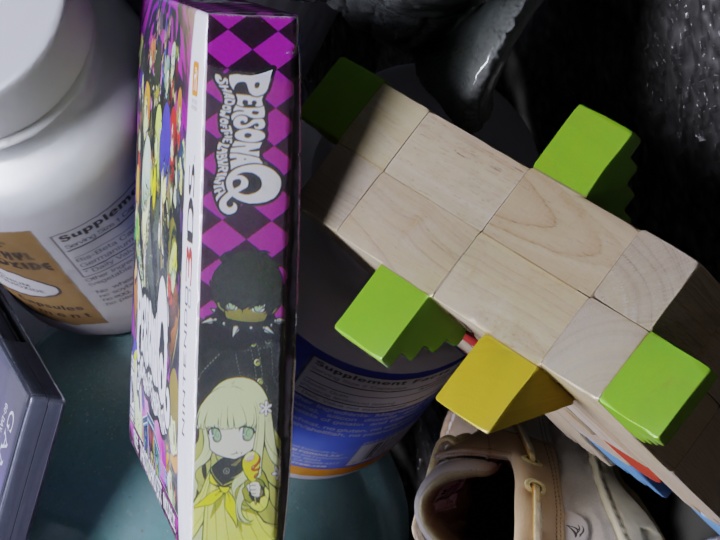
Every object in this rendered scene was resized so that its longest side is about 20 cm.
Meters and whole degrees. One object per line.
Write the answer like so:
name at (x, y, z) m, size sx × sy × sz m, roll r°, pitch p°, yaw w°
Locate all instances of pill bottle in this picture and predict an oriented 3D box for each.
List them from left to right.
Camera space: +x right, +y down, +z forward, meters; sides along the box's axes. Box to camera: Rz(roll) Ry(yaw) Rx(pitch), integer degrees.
pill bottle at (-0.130, -0.060, 1.008) m, size 0.200 × 0.114 × 0.115 m, roll 61°, pitch -172°, yaw -63°
pill bottle at (0.000, 0.000, 0.977) m, size 0.200 × 0.112 × 0.113 m, roll 123°, pitch 134°, yaw -60°

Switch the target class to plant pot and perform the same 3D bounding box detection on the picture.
plant pot at (-0.096, 0.125, 1.105) m, size 0.199 × 0.134 × 0.201 m, roll 19°, pitch 135°, yaw 20°

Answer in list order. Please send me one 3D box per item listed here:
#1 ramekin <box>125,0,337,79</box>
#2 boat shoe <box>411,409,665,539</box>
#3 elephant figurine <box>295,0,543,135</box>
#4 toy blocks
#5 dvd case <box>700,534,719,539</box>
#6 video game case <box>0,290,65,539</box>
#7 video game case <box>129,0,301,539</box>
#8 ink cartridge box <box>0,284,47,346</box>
ramekin at (-0.094, -0.148, 1.074) m, size 0.202 × 0.094 × 0.202 m, roll 34°, pitch 168°, yaw 8°
boat shoe at (0.054, 0.086, 0.892) m, size 0.200 × 0.069 × 0.074 m, roll -126°, pitch 48°, yaw -69°
elephant figurine at (0.026, -0.118, 0.839) m, size 0.142 × 0.155 × 0.200 m, roll 63°, pitch 148°, yaw 27°
toy blocks at (0.072, 0.020, 0.796) m, size 0.200 × 0.100 × 0.137 m, roll 34°, pitch 174°, yaw 44°
dvd case at (0.124, 0.199, 0.856) m, size 0.150 × 0.025 × 0.201 m, roll 141°, pitch 119°, yaw -67°
video game case at (-0.179, 0.075, 1.076) m, size 0.200 × 0.019 × 0.144 m, roll 47°, pitch 124°, yaw 56°
video game case at (-0.055, -0.006, 0.872) m, size 0.200 × 0.036 × 0.182 m, roll -140°, pitch 52°, yaw -76°
ink cartridge box at (-0.146, -0.025, 1.228) m, size 0.083 × 0.199 × 0.146 m, roll 30°, pitch 125°, yaw 59°
